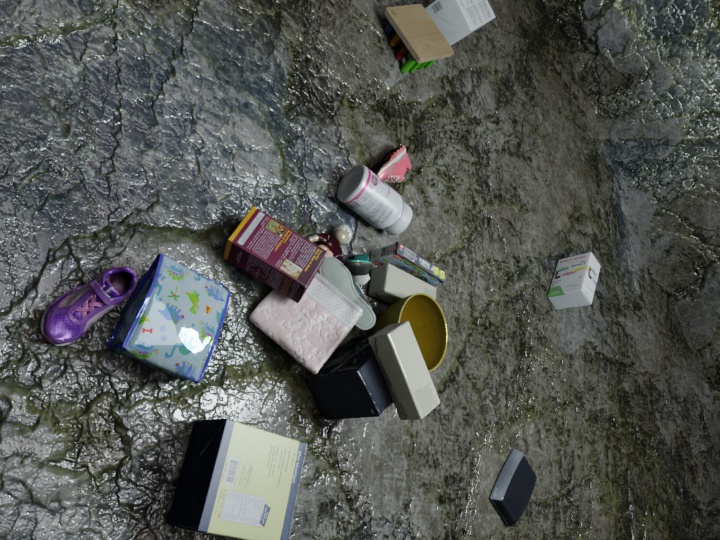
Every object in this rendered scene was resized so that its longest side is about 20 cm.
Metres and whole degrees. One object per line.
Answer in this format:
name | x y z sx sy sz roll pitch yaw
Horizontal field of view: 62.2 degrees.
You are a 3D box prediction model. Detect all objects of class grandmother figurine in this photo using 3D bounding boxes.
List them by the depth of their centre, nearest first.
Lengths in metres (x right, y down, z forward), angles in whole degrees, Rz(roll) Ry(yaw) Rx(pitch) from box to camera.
grandmother figurine | -0.083 -0.044 1.504 0.200 0.060 0.122 -52 122 -36

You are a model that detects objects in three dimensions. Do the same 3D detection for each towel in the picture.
towel | -0.120 0.102 1.364 0.199 0.032 0.191 38 67 6

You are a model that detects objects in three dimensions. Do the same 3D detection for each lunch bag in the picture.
lunch bag | -0.361 0.092 1.158 0.169 0.127 0.202 33 68 -32

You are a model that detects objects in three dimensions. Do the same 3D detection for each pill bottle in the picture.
pill bottle | 0.042 -0.186 1.621 0.199 0.113 0.115 34 57 -32

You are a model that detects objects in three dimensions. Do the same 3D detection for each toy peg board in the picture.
toy peg board | 0.167 -0.736 1.919 0.199 0.098 0.200 -29 84 -44

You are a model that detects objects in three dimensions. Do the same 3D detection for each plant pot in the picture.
plant pot | 0.114 0.168 1.567 0.198 0.141 0.203 12 73 -43

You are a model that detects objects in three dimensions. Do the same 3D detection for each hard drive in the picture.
hard drive | 0.479 0.671 1.847 0.200 0.042 0.136 -45 110 -40

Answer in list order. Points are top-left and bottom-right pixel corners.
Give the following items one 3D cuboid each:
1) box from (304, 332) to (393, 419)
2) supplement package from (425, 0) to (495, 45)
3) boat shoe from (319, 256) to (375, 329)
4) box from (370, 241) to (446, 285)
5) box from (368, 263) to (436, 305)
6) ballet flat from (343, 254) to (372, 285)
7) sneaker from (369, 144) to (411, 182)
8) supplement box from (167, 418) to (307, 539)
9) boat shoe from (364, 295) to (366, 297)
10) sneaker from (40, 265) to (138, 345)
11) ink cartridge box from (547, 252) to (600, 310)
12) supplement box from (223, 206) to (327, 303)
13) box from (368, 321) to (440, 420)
box | 0.012 0.245 1.415 0.196 0.199 0.125 -37 103 -42
supplement package | 0.334 -0.880 2.056 0.200 0.151 0.152 -43 107 -41
boat shoe | -0.034 0.058 1.442 0.075 0.060 0.202 -30 83 0
box | 0.134 -0.011 1.662 0.199 0.109 0.035 29 60 -34
box | 0.118 0.058 1.647 0.199 0.068 0.083 27 61 -35
ballet flat | 0.000 0.000 1.510 0.200 0.067 0.070 -33 125 -80
sneaker | 0.092 -0.285 1.722 0.087 0.073 0.200 57 48 -17
supplement box | -0.238 0.417 1.178 0.199 0.133 0.203 29 60 -34
boat shoe | -0.068 0.092 1.481 0.199 0.072 0.072 -34 85 -40
sneaker | -0.482 0.053 1.081 0.081 0.088 0.200 56 49 -17
ink cartridge box | 0.807 0.040 2.256 0.084 0.144 0.201 47 52 -23
supplement box | -0.189 -0.034 1.329 0.199 0.086 0.111 32 56 -2
box | 0.097 0.221 1.315 0.082 0.068 0.202 -24 94 -44
